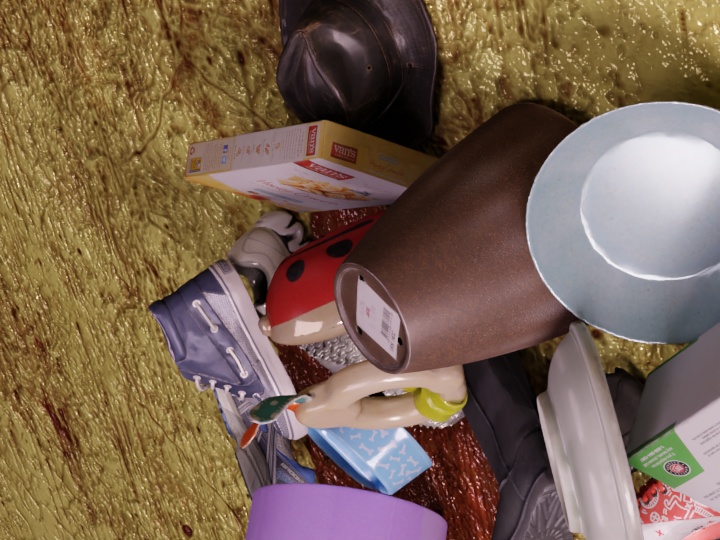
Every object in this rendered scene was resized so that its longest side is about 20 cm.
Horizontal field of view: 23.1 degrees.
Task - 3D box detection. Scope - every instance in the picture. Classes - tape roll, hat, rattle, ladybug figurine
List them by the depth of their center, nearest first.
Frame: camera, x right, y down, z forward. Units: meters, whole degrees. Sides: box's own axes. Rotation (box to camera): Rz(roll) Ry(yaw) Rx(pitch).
[{"bbox_3d":[-0.025,-0.174,1.482,0.200,0.081,0.202,31,138,32],"label":"hat"},{"bbox_3d":[0.000,0.000,1.501,0.073,0.199,0.136,68,163,-12],"label":"ladybug figurine"},{"bbox_3d":[-0.012,0.071,1.520,0.130,0.198,0.145,53,-150,-82],"label":"rattle"},{"bbox_3d":[-0.015,0.270,1.752,0.198,0.066,0.200,9,159,3],"label":"tape roll"}]

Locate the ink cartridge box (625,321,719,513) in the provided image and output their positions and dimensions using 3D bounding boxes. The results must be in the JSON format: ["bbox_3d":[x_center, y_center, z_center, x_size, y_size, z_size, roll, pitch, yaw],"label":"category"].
[{"bbox_3d":[0.314,0.126,1.261,0.199,0.084,0.147,29,147,-10],"label":"ink cartridge box"}]

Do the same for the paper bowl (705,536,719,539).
[{"bbox_3d":[0.324,0.302,1.444,0.200,0.104,0.202,31,139,30],"label":"paper bowl"}]

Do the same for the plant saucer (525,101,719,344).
[{"bbox_3d":[0.221,-0.040,1.279,0.199,0.039,0.203,5,122,9],"label":"plant saucer"}]

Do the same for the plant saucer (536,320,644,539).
[{"bbox_3d":[0.169,0.141,1.332,0.200,0.050,0.202,-14,-90,-87],"label":"plant saucer"}]

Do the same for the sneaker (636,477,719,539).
[{"bbox_3d":[0.254,0.167,1.407,0.200,0.067,0.109,-20,106,29],"label":"sneaker"}]

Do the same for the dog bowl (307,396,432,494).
[{"bbox_3d":[0.001,0.164,1.694,0.111,0.050,0.200,45,170,-8],"label":"dog bowl"}]

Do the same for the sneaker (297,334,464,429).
[{"bbox_3d":[0.025,0.062,1.632,0.199,0.100,0.070,35,116,-19],"label":"sneaker"}]

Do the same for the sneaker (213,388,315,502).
[{"bbox_3d":[-0.103,0.154,1.863,0.077,0.084,0.202,92,158,-74],"label":"sneaker"}]

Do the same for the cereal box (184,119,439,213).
[{"bbox_3d":[-0.040,-0.087,1.530,0.199,0.143,0.040,-3,76,51],"label":"cereal box"}]

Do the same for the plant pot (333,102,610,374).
[{"bbox_3d":[0.084,-0.005,1.367,0.187,0.199,0.188,38,144,35],"label":"plant pot"}]

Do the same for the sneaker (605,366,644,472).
[{"bbox_3d":[0.197,0.149,1.510,0.091,0.076,0.200,56,139,13],"label":"sneaker"}]

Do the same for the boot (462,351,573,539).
[{"bbox_3d":[0.119,0.164,1.525,0.201,0.065,0.166,61,139,44],"label":"boot"}]

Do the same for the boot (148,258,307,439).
[{"bbox_3d":[-0.126,0.092,1.680,0.201,0.090,0.073,65,168,-22],"label":"boot"}]

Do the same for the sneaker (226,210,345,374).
[{"bbox_3d":[-0.057,0.043,1.703,0.201,0.081,0.075,55,143,-2],"label":"sneaker"}]
